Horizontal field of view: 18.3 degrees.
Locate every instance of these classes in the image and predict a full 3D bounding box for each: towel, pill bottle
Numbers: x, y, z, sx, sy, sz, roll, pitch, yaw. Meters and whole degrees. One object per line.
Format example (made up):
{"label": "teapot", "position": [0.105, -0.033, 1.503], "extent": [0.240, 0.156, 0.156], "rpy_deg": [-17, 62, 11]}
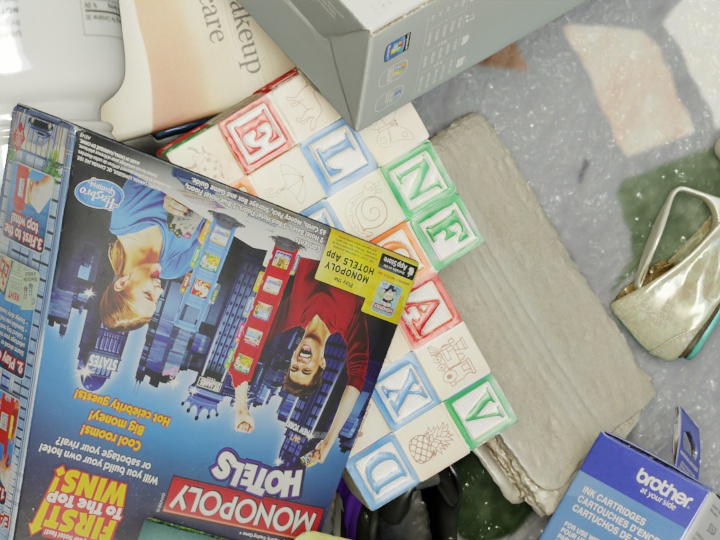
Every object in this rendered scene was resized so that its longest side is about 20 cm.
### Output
{"label": "towel", "position": [0.075, 0.023, 1.200], "extent": [0.132, 0.034, 0.201], "rpy_deg": [-37, 98, -46]}
{"label": "pill bottle", "position": [-0.168, -0.128, 1.023], "extent": [0.113, 0.113, 0.202], "rpy_deg": [-7, 89, -11]}

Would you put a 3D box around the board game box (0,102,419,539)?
{"label": "board game box", "position": [-0.095, 0.055, 0.996], "extent": [0.199, 0.062, 0.201], "rpy_deg": [21, 90, -37]}

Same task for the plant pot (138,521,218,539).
{"label": "plant pot", "position": [-0.117, 0.157, 1.101], "extent": [0.199, 0.200, 0.136], "rpy_deg": [6, 96, -11]}

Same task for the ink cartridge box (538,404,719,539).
{"label": "ink cartridge box", "position": [0.141, 0.173, 1.187], "extent": [0.076, 0.136, 0.201], "rpy_deg": [30, 84, 27]}

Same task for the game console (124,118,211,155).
{"label": "game console", "position": [-0.088, -0.152, 1.196], "extent": [0.199, 0.031, 0.178], "rpy_deg": [-17, 94, -10]}

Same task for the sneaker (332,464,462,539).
{"label": "sneaker", "position": [0.017, 0.088, 1.176], "extent": [0.069, 0.099, 0.202], "rpy_deg": [-16, 100, -16]}

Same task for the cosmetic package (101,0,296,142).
{"label": "cosmetic package", "position": [-0.081, -0.129, 1.143], "extent": [0.199, 0.087, 0.104], "rpy_deg": [-18, 96, -11]}

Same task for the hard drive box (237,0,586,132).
{"label": "hard drive box", "position": [0.033, -0.181, 1.060], "extent": [0.199, 0.077, 0.156], "rpy_deg": [-30, 65, -22]}

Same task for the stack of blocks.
{"label": "stack of blocks", "position": [0.000, 0.000, 1.094], "extent": [0.115, 0.059, 0.201], "rpy_deg": [-30, 98, -7]}

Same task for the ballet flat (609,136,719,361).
{"label": "ballet flat", "position": [0.210, -0.042, 1.241], "extent": [0.062, 0.067, 0.201], "rpy_deg": [35, 84, 0]}

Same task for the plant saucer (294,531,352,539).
{"label": "plant saucer", "position": [0.011, 0.233, 1.055], "extent": [0.199, 0.048, 0.201], "rpy_deg": [18, 84, -36]}
